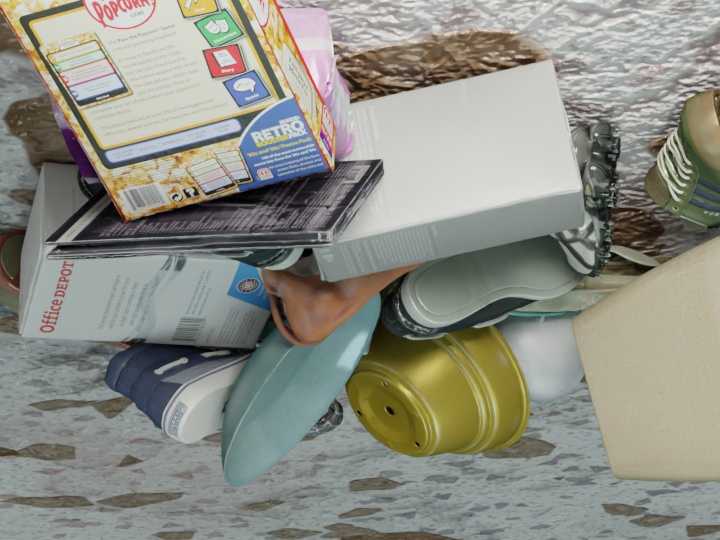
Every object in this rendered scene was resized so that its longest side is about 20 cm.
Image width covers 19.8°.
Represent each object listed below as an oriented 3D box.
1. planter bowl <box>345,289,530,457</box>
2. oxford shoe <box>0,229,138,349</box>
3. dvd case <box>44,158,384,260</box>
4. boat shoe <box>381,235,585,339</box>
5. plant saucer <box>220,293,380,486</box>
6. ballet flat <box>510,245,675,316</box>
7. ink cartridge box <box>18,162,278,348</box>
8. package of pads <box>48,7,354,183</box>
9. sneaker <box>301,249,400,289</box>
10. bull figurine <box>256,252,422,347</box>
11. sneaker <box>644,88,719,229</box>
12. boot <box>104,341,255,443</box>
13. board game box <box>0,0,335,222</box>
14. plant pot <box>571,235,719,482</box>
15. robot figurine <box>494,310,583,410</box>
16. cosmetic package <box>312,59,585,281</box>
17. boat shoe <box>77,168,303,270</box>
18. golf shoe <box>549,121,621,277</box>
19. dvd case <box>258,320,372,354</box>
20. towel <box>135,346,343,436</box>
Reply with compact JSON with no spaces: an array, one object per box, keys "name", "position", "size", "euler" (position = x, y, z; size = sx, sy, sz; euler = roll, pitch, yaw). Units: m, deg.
[{"name":"planter bowl","position":[0.047,0.104,1.832],"size":[0.083,0.201,0.200],"euler":[-42,-176,-35]},{"name":"oxford shoe","position":[-0.244,0.022,1.770],"size":[0.199,0.071,0.074],"euler":[30,150,-31]},{"name":"dvd case","position":[-0.096,-0.042,1.390],"size":[0.198,0.016,0.149],"euler":[-2,-159,15]},{"name":"boat shoe","position":[0.103,0.005,1.688],"size":[0.199,0.076,0.060],"euler":[-12,168,-33]},{"name":"plant saucer","position":[-0.059,0.086,1.696],"size":[0.039,0.201,0.201],"euler":[37,167,16]},{"name":"ballet flat","position":[0.190,0.003,1.802],"size":[0.198,0.068,0.063],"euler":[3,121,-20]},{"name":"ink cartridge box","position":[-0.166,-0.009,1.649],"size":[0.198,0.087,0.147],"euler":[5,149,-16]},{"name":"package of pads","position":[-0.107,-0.119,1.405],"size":[0.198,0.076,0.121],"euler":[-5,157,5]},{"name":"sneaker","position":[0.000,-0.003,1.744],"size":[0.103,0.061,0.200],"euler":[2,156,0]},{"name":"bull figurine","position":[0.004,-0.031,1.581],"size":[0.122,0.200,0.065],"euler":[51,170,-24]},{"name":"sneaker","position":[0.258,-0.073,1.574],"size":[0.089,0.068,0.200],"euler":[-16,159,20]},{"name":"boot","position":[-0.127,0.085,1.742],"size":[0.090,0.073,0.200],"euler":[33,-161,22]},{"name":"board game box","position":[-0.119,-0.130,1.289],"size":[0.150,0.047,0.201],"euler":[-13,133,14]},{"name":"plant pot","position":[0.284,0.080,1.698],"size":[0.176,0.202,0.200],"euler":[-17,176,18]},{"name":"robot figurine","position":[0.133,0.077,1.893],"size":[0.168,0.114,0.199],"euler":[10,156,-34]},{"name":"cosmetic package","position":[0.056,-0.071,1.479],"size":[0.198,0.108,0.090],"euler":[-9,160,2]},{"name":"boat shoe","position":[-0.133,-0.054,1.505],"size":[0.198,0.076,0.060],"euler":[14,177,27]},{"name":"golf shoe","position":[0.156,-0.060,1.613],"size":[0.094,0.078,0.200],"euler":[5,153,9]},{"name":"dvd case","position":[-0.094,0.055,1.845],"size":[0.145,0.022,0.200],"euler":[8,178,-23]},{"name":"towel","position":[-0.113,0.111,1.903],"size":[0.198,0.087,0.166],"euler":[5,177,2]}]
